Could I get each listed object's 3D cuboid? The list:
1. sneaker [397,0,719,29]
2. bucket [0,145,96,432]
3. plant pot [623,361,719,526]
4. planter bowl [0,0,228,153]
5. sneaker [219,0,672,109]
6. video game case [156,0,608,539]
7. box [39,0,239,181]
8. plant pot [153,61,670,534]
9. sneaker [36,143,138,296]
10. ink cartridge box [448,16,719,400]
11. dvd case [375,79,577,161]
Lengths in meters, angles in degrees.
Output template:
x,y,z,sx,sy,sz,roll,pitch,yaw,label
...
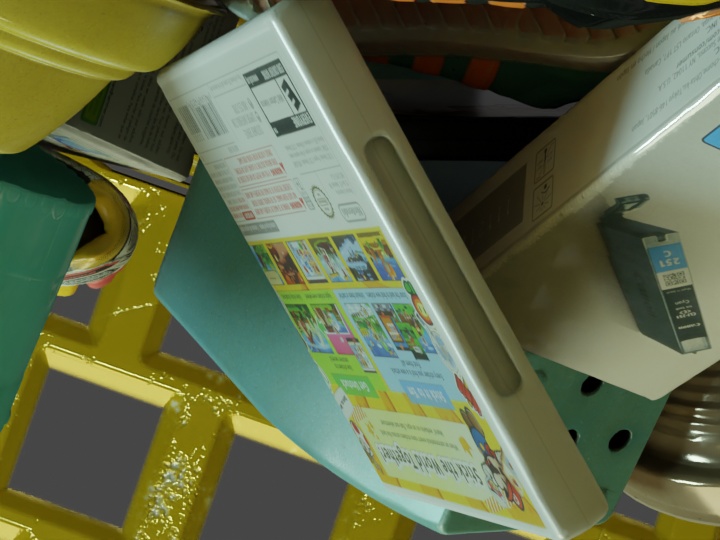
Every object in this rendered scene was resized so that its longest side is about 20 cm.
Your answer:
x,y,z,sx,sy,sz,roll,pitch,yaw,label
0.039,-0.097,0.653,0.090,0.070,0.200,26,171,-40,sneaker
-0.208,-0.007,0.889,0.206,0.135,0.207,26,-174,-3,bucket
0.177,0.006,0.976,0.200,0.201,0.093,16,139,47,plant pot
-0.152,-0.093,0.804,0.199,0.084,0.200,23,-173,-3,planter bowl
0.035,-0.090,0.780,0.199,0.072,0.080,16,171,32,sneaker
0.000,0.000,0.780,0.183,0.023,0.200,61,166,-7,video game case
-0.158,-0.120,1.044,0.199,0.113,0.101,13,173,45,box
0.034,0.009,0.962,0.141,0.142,0.200,1,-147,-35,plant pot
-0.191,-0.041,1.017,0.199,0.078,0.082,11,174,-14,sneaker
0.147,-0.015,0.733,0.175,0.045,0.200,20,147,-21,ink cartridge box
0.078,-0.056,0.849,0.199,0.018,0.143,0,-171,-18,dvd case
